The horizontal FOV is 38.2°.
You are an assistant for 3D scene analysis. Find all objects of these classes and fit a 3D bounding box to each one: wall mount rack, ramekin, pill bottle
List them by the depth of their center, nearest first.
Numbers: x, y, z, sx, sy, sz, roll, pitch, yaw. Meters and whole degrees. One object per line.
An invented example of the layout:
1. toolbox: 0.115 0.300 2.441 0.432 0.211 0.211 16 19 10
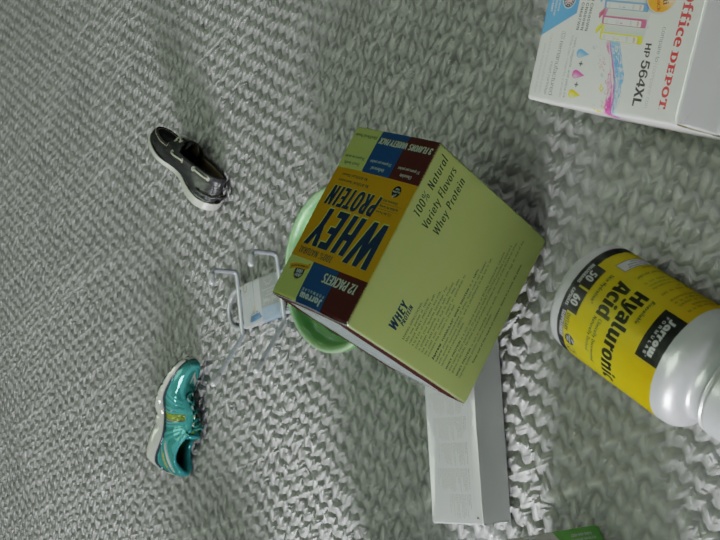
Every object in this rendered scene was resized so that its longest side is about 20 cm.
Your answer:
1. pill bottle: 0.272 0.067 0.924 0.200 0.110 0.113 38 116 45
2. ramekin: 0.000 0.000 1.279 0.198 0.097 0.204 -5 84 51
3. wall mount rack: -0.162 0.070 1.494 0.199 0.074 0.177 -21 71 49

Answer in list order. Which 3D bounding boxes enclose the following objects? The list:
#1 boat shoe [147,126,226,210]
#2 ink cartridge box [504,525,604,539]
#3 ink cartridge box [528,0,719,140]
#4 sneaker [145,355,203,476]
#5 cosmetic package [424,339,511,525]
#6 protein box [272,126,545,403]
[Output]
1. boat shoe: -0.275 -0.177 1.655 0.201 0.073 0.061 52 125 36
2. ink cartridge box: 0.197 0.354 0.968 0.084 0.144 0.202 -47 54 36
3. ink cartridge box: 0.273 -0.194 0.930 0.199 0.124 0.131 23 105 50
4. sneaker: -0.278 0.231 1.648 0.079 0.077 0.203 23 111 29
5. cosmetic package: 0.118 0.176 1.155 0.082 0.050 0.204 -13 77 52
6. protein box: 0.053 -0.006 1.085 0.134 0.199 0.201 19 78 49
